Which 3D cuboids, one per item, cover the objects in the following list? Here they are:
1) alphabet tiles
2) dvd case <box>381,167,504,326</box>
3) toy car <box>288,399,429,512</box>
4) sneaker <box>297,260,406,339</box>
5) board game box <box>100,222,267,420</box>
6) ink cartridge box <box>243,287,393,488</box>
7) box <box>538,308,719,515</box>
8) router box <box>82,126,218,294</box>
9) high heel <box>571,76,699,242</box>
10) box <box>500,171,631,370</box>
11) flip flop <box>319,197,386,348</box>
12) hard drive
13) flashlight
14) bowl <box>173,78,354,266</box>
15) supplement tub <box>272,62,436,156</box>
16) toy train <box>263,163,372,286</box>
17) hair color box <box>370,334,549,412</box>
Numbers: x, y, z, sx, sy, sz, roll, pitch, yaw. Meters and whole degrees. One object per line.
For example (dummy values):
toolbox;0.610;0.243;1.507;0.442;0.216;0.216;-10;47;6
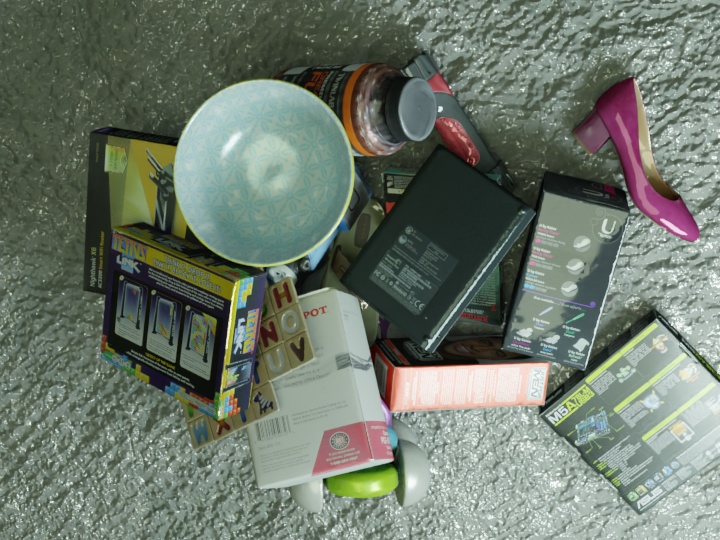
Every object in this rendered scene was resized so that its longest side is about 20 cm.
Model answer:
alphabet tiles;-0.141;0.093;1.163;0.200;0.008;0.168;-28;70;28
dvd case;0.104;-0.028;1.255;0.145;0.022;0.201;5;118;21
toy car;-0.008;0.213;1.294;0.174;0.200;0.151;-1;101;-8
sneaker;-0.004;0.080;1.326;0.099;0.075;0.200;-30;99;35
board game box;-0.204;0.053;1.150;0.200;0.057;0.166;22;110;32
ink cartridge box;-0.058;0.137;1.172;0.146;0.083;0.201;-17;75;18
box;0.363;0.183;1.292;0.193;0.048;0.200;45;110;-2
router box;-0.247;-0.061;1.223;0.157;0.052;0.201;10;108;8
high heel;0.345;-0.126;1.186;0.200;0.067;0.096;44;120;-1
box;0.244;-0.002;1.217;0.106;0.122;0.201;14;109;7
flip flop;0.000;0.000;1.249;0.081;0.058;0.201;16;72;-18
hard drive;0.086;-0.027;1.170;0.139;0.033;0.200;38;95;23
flashlight;0.106;-0.163;1.223;0.068;0.068;0.200;-28;100;26
bowl;-0.100;-0.106;1.136;0.199;0.108;0.201;0;93;6
supplement tub;-0.012;-0.186;1.179;0.199;0.107;0.107;5;110;39
toy train;-0.076;-0.057;1.229;0.114;0.200;0.087;6;144;42
hair color box;0.119;0.124;1.252;0.199;0.102;0.062;0;107;-17
